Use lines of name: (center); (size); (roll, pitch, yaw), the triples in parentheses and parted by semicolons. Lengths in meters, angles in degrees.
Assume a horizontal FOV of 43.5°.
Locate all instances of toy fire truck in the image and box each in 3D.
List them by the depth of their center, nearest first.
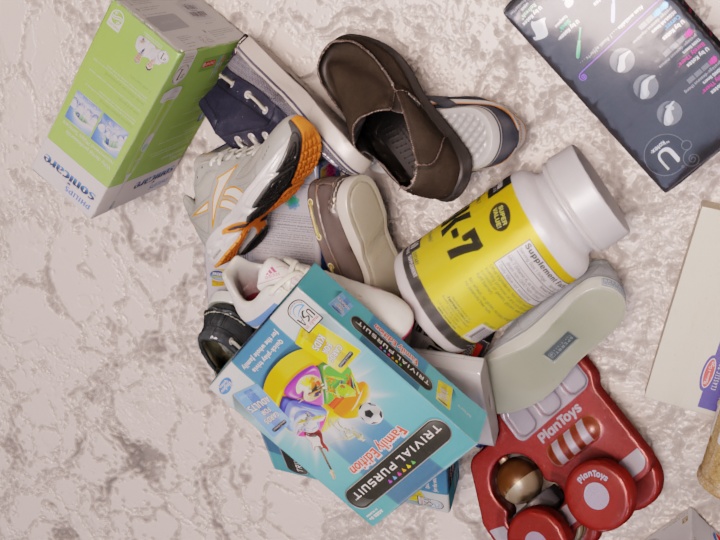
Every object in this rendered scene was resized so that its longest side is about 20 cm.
toy fire truck: (0.195, 0.198, 0.918); (0.200, 0.112, 0.169); (-46, 66, 27)

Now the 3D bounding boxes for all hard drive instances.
hard drive: (0.033, 0.119, 0.903); (0.198, 0.026, 0.133); (7, 142, 21)

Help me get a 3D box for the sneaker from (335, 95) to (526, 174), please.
sneaker: (0.065, -0.128, 0.858); (0.199, 0.079, 0.079); (16, 109, 41)

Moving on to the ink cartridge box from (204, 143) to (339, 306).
ink cartridge box: (-0.091, -0.025, 0.945); (0.135, 0.076, 0.202); (6, 109, 18)

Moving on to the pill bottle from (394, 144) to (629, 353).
pill bottle: (0.139, -0.020, 0.838); (0.199, 0.114, 0.115); (-35, 95, 20)

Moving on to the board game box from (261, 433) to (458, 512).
board game box: (-0.003, 0.170, 0.913); (0.198, 0.047, 0.152); (10, 143, 16)

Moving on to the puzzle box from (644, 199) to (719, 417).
puzzle box: (0.354, 0.046, 0.838); (0.132, 0.025, 0.202); (15, 113, 14)

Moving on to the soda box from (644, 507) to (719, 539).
soda box: (0.292, 0.339, 0.942); (0.064, 0.068, 0.200); (42, 117, 1)

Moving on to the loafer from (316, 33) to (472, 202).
loafer: (0.019, -0.141, 0.797); (0.200, 0.071, 0.073); (50, 127, 27)

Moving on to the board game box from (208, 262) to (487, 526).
board game box: (-0.013, 0.114, 0.793); (0.200, 0.047, 0.151); (41, 123, -4)

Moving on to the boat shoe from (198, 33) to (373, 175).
boat shoe: (-0.075, -0.134, 0.867); (0.093, 0.074, 0.200); (-48, 59, 11)

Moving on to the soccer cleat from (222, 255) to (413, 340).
soccer cleat: (-0.047, 0.028, 0.831); (0.198, 0.070, 0.087); (5, 141, 35)

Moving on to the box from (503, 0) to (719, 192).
box: (0.228, -0.182, 0.747); (0.200, 0.122, 0.106); (47, 117, -1)

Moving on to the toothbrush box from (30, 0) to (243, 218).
toothbrush box: (-0.217, -0.168, 0.900); (0.086, 0.146, 0.201); (37, 118, 4)

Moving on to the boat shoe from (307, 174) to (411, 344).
boat shoe: (0.000, 0.000, 0.883); (0.059, 0.072, 0.202); (5, 125, 36)

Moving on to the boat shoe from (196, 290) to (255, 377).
boat shoe: (-0.130, 0.104, 0.968); (0.075, 0.061, 0.201); (4, 142, 20)

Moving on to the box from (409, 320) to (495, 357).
box: (0.053, 0.126, 0.970); (0.109, 0.035, 0.201); (28, 116, 8)

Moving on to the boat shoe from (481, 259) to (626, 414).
boat shoe: (0.180, 0.066, 0.884); (0.070, 0.072, 0.201); (37, 122, -12)

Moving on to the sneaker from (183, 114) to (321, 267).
sneaker: (-0.113, -0.087, 0.832); (0.092, 0.076, 0.200); (51, 134, 7)

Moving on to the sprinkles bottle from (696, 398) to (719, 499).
sprinkles bottle: (0.360, 0.112, 0.808); (0.068, 0.068, 0.202); (13, 114, 15)
